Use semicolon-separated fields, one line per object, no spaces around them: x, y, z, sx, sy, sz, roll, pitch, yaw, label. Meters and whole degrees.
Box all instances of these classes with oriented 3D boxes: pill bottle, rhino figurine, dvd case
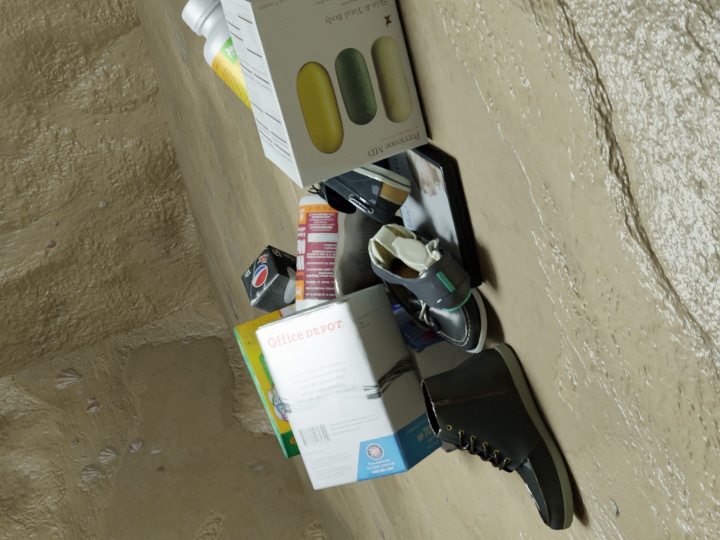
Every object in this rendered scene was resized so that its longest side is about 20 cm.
-0.027;0.007;1.666;0.110;0.109;0.202;168;104;-78;pill bottle
0.000;0.000;1.570;0.087;0.059;0.202;23;-110;-51;rhino figurine
0.074;-0.076;1.437;0.200;0.017;0.144;-135;26;-65;dvd case
-0.113;-0.253;1.540;0.200;0.111;0.111;47;167;2;pill bottle

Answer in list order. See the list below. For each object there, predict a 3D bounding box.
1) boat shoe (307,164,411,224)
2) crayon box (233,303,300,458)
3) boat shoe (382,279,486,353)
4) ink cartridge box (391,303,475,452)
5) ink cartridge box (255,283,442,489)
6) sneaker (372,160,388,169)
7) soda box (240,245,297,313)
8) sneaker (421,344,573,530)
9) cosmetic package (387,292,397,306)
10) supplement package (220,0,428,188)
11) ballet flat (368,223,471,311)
-0.023;-0.100;1.486;0.199;0.074;0.063;24;95;45;boat shoe
-0.081;0.140;1.750;0.058;0.118;0.201;80;167;-49;crayon box
0.079;0.031;1.451;0.200;0.060;0.074;-125;44;-56;boat shoe
0.082;0.115;1.577;0.200;0.076;0.137;-148;39;-69;ink cartridge box
-0.014;0.134;1.492;0.146;0.086;0.201;-18;93;37;ink cartridge box
-0.018;-0.149;1.592;0.200;0.075;0.078;-130;28;-55;sneaker
-0.068;0.037;1.861;0.199;0.071;0.064;23;-149;-38;soda box
0.140;0.187;1.356;0.075;0.106;0.201;105;143;-70;sneaker
0.012;0.074;1.759;0.090;0.106;0.201;110;137;-73;cosmetic package
-0.041;-0.220;1.390;0.151;0.151;0.201;-137;29;-64;supplement package
0.052;-0.017;1.410;0.200;0.073;0.074;36;145;60;ballet flat
